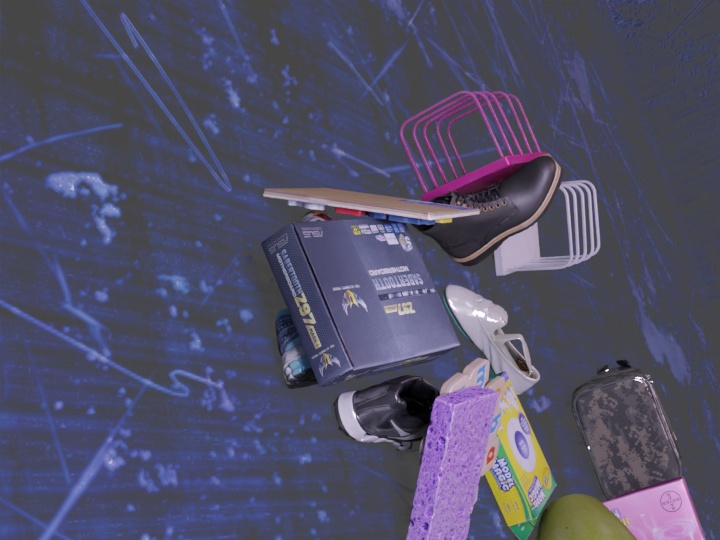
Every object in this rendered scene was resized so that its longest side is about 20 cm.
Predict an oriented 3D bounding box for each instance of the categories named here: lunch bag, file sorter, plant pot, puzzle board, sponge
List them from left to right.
[{"bbox_3d":[0.014,-0.072,1.268,0.151,0.200,0.017,-9,107,-64],"label":"puzzle board"},{"bbox_3d":[0.095,0.227,1.231,0.112,0.030,0.200,-2,105,-60],"label":"sponge"},{"bbox_3d":[0.165,-0.188,1.692,0.200,0.139,0.126,-17,83,-64],"label":"file sorter"},{"bbox_3d":[0.299,-0.073,1.833,0.200,0.124,0.139,-14,100,-64],"label":"file sorter"},{"bbox_3d":[0.288,0.384,1.457,0.187,0.187,0.200,54,14,-24],"label":"plant pot"},{"bbox_3d":[0.428,0.255,1.854,0.168,0.139,0.200,-7,76,-80],"label":"lunch bag"}]

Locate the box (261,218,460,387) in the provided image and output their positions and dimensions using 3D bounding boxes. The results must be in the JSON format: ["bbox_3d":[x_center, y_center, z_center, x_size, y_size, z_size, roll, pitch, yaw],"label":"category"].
[{"bbox_3d":[0.005,0.027,1.171,0.200,0.051,0.158,-5,69,-53],"label":"box"}]

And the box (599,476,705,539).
[{"bbox_3d":[0.396,0.408,1.594,0.097,0.176,0.200,26,47,-72],"label":"box"}]

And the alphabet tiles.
[{"bbox_3d":[0.111,0.202,1.291,0.196,0.015,0.200,-28,126,-52],"label":"alphabet tiles"}]

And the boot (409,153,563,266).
[{"bbox_3d":[0.175,-0.097,1.576,0.138,0.200,0.077,27,20,-49],"label":"boot"}]

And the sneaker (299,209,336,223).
[{"bbox_3d":[0.000,0.000,1.297,0.200,0.078,0.082,43,34,-40],"label":"sneaker"}]

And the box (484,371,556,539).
[{"bbox_3d":[0.198,0.245,1.515,0.200,0.048,0.117,67,26,-4],"label":"box"}]

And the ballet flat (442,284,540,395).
[{"bbox_3d":[0.189,0.090,1.598,0.200,0.069,0.069,56,28,-22],"label":"ballet flat"}]

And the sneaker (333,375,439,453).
[{"bbox_3d":[0.059,0.157,1.267,0.200,0.090,0.067,20,51,-56],"label":"sneaker"}]

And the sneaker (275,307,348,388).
[{"bbox_3d":[-0.019,0.067,1.211,0.200,0.078,0.086,4,62,-62],"label":"sneaker"}]
